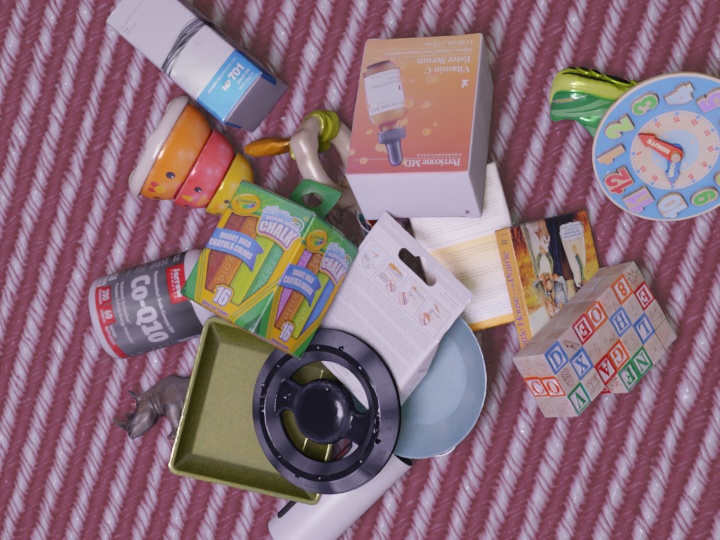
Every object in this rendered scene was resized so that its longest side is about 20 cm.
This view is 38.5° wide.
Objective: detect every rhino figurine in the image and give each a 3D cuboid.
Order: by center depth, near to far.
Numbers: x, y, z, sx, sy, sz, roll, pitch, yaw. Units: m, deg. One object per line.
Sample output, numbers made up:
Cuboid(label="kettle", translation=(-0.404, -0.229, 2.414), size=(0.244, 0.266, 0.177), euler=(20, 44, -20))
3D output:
Cuboid(label="rhino figurine", translation=(-0.240, 0.183, 1.389), size=(0.198, 0.060, 0.088), euler=(-11, 74, 9))

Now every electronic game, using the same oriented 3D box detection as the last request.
Cuboid(label="electronic game", translation=(-0.044, 0.172, 1.259), size=(0.198, 0.042, 0.202), euler=(-1, 89, 23))

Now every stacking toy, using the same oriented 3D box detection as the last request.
Cuboid(label="stacking toy", translation=(-0.188, -0.122, 1.351), size=(0.199, 0.146, 0.147), euler=(28, 96, -10))

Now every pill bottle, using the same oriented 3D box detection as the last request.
Cuboid(label="pill bottle", translation=(-0.244, 0.038, 1.357), size=(0.198, 0.114, 0.115), euler=(-17, 90, 9))

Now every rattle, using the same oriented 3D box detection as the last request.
Cuboid(label="rattle", translation=(-0.049, -0.097, 1.350), size=(0.142, 0.131, 0.201), euler=(-27, 115, 19))

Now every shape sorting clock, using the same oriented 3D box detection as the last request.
Cuboid(label="shape sorting clock", translation=(0.382, -0.145, 1.253), size=(0.198, 0.039, 0.201), euler=(5, 127, 7))

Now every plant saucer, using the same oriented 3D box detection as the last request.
Cuboid(label="plant saucer", translation=(0.071, 0.131, 1.292), size=(0.199, 0.039, 0.203), euler=(0, 90, 28))
Cuboid(label="plant saucer", translation=(-0.130, 0.180, 1.328), size=(0.198, 0.048, 0.202), euler=(15, 81, -13))

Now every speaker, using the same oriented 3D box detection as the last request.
Cuboid(label="speaker", translation=(-0.025, 0.292, 1.353), size=(0.200, 0.081, 0.081), euler=(-45, 86, 8))

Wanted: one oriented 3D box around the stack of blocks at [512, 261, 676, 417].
Cuboid(label="stack of blocks", translation=(0.285, 0.093, 1.245), size=(0.200, 0.058, 0.116), euler=(-38, 103, -32))

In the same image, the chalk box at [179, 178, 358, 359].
Cuboid(label="chalk box", translation=(-0.096, -0.020, 1.233), size=(0.124, 0.124, 0.201), euler=(23, 82, 31))

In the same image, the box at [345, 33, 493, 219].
Cuboid(label="box", translation=(0.076, -0.174, 1.259), size=(0.151, 0.107, 0.202), euler=(0, 63, 15))

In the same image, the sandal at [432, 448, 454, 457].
Cuboid(label="sandal", translation=(0.076, 0.148, 1.343), size=(0.082, 0.050, 0.204), euler=(-28, 92, 0))

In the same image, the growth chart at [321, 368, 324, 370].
Cuboid(label="growth chart", translation=(-0.050, 0.123, 1.382), size=(0.143, 0.018, 0.202), euler=(13, 94, 8))

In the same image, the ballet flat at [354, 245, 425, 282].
Cuboid(label="ballet flat", translation=(0.000, 0.000, 1.341), size=(0.198, 0.071, 0.070), euler=(21, 73, 7))

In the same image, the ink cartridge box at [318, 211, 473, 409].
Cuboid(label="ink cartridge box", translation=(0.032, 0.055, 1.266), size=(0.161, 0.050, 0.201), euler=(44, 106, 21))

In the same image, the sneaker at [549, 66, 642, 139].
Cuboid(label="sneaker", translation=(0.331, -0.193, 1.299), size=(0.198, 0.074, 0.084), euler=(19, 122, 3))

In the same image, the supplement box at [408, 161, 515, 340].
Cuboid(label="supplement box", translation=(0.139, -0.026, 1.320), size=(0.125, 0.074, 0.202), euler=(-15, 92, 8))

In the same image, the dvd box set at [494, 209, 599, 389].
Cuboid(label="dvd box set", translation=(0.247, 0.034, 1.285), size=(0.145, 0.029, 0.202), euler=(-12, 90, -35))

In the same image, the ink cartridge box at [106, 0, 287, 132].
Cuboid(label="ink cartridge box", translation=(-0.206, -0.275, 1.323), size=(0.200, 0.146, 0.086), euler=(42, 98, 5))
